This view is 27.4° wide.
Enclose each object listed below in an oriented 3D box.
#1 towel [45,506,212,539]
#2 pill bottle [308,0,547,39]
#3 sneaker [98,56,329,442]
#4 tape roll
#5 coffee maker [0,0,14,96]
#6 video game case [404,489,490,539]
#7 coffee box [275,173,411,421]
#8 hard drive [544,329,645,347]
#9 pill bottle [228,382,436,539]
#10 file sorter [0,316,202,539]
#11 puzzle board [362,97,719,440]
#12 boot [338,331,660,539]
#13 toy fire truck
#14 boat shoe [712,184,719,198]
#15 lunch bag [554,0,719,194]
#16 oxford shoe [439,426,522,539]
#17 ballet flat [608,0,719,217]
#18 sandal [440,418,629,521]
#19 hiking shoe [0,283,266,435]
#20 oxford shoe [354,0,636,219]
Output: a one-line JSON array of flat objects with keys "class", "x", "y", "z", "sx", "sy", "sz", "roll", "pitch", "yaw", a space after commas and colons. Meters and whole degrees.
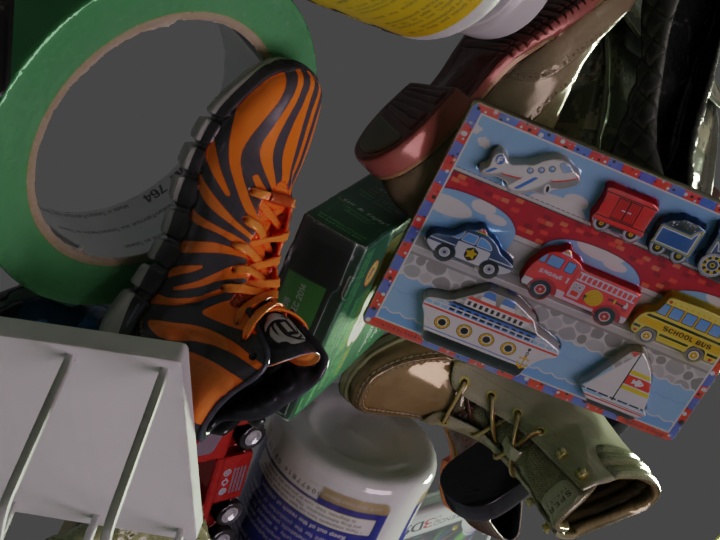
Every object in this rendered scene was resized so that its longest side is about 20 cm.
[{"class": "towel", "x": -0.148, "y": 0.221, "z": 0.935, "sx": 0.148, "sy": 0.036, "sz": 0.200, "roll": -31, "pitch": 134, "yaw": -13}, {"class": "pill bottle", "x": 0.015, "y": -0.179, "z": 0.741, "sx": 0.200, "sy": 0.111, "sz": 0.111, "roll": 10, "pitch": 116, "yaw": -50}, {"class": "sneaker", "x": -0.050, "y": -0.002, "z": 0.755, "sx": 0.078, "sy": 0.112, "sz": 0.200, "roll": 10, "pitch": 110, "yaw": -53}, {"class": "tape roll", "x": -0.116, "y": -0.077, "z": 0.760, "sx": 0.200, "sy": 0.048, "sz": 0.201, "roll": -28, "pitch": 142, "yaw": -25}, {"class": "coffee maker", "x": -0.174, "y": -0.157, "z": 0.544, "sx": 0.192, "sy": 0.135, "sz": 0.200, "roll": -16, "pitch": 135, "yaw": -38}, {"class": "video game case", "x": 0.035, "y": 0.272, "z": 1.283, "sx": 0.182, "sy": 0.023, "sz": 0.200, "roll": -9, "pitch": 130, "yaw": -41}, {"class": "coffee box", "x": 0.000, "y": 0.000, "z": 0.891, "sx": 0.200, "sy": 0.044, "sz": 0.123, "roll": -38, "pitch": 156, "yaw": -62}, {"class": "hard drive", "x": 0.109, "y": 0.020, "z": 0.951, "sx": 0.200, "sy": 0.139, "sz": 0.038, "roll": 3, "pitch": 95, "yaw": -83}, {"class": "pill bottle", "x": -0.036, "y": 0.190, "z": 1.043, "sx": 0.120, "sy": 0.120, "sz": 0.200, "roll": -4, "pitch": 127, "yaw": -45}, {"class": "file sorter", "x": -0.191, "y": 0.110, "z": 0.705, "sx": 0.125, "sy": 0.200, "sz": 0.139, "roll": -75, "pitch": 170, "yaw": -46}, {"class": "puzzle board", "x": 0.121, "y": 0.007, "z": 0.817, "sx": 0.200, "sy": 0.017, "sz": 0.151, "roll": 22, "pitch": 119, "yaw": -8}, {"class": "boot", "x": 0.096, "y": 0.110, "z": 1.004, "sx": 0.200, "sy": 0.155, "sz": 0.072, "roll": 1, "pitch": 132, "yaw": -32}, {"class": "toy fire truck", "x": -0.147, "y": 0.161, "z": 0.958, "sx": 0.141, "sy": 0.049, "sz": 0.200, "roll": -9, "pitch": 130, "yaw": -39}, {"class": "boat shoe", "x": 0.205, "y": 0.003, "z": 1.159, "sx": 0.070, "sy": 0.070, "sz": 0.200, "roll": 6, "pitch": 121, "yaw": -53}, {"class": "lunch bag", "x": 0.155, "y": -0.103, "z": 0.940, "sx": 0.164, "sy": 0.117, "sz": 0.200, "roll": 22, "pitch": 77, "yaw": -52}, {"class": "oxford shoe", "x": 0.106, "y": 0.129, "z": 1.164, "sx": 0.071, "sy": 0.073, "sz": 0.200, "roll": -27, "pitch": 132, "yaw": -24}, {"class": "ballet flat", "x": 0.189, "y": -0.119, "z": 0.841, "sx": 0.066, "sy": 0.057, "sz": 0.200, "roll": 20, "pitch": 82, "yaw": -38}, {"class": "sandal", "x": 0.143, "y": 0.112, "z": 1.101, "sx": 0.200, "sy": 0.076, "sz": 0.043, "roll": -38, "pitch": 132, "yaw": -26}, {"class": "hiking shoe", "x": -0.143, "y": 0.056, "z": 0.825, "sx": 0.200, "sy": 0.087, "sz": 0.074, "roll": -1, "pitch": 124, "yaw": -46}, {"class": "oxford shoe", "x": 0.089, "y": -0.103, "z": 0.842, "sx": 0.200, "sy": 0.070, "sz": 0.075, "roll": -40, "pitch": 116, "yaw": -7}]
